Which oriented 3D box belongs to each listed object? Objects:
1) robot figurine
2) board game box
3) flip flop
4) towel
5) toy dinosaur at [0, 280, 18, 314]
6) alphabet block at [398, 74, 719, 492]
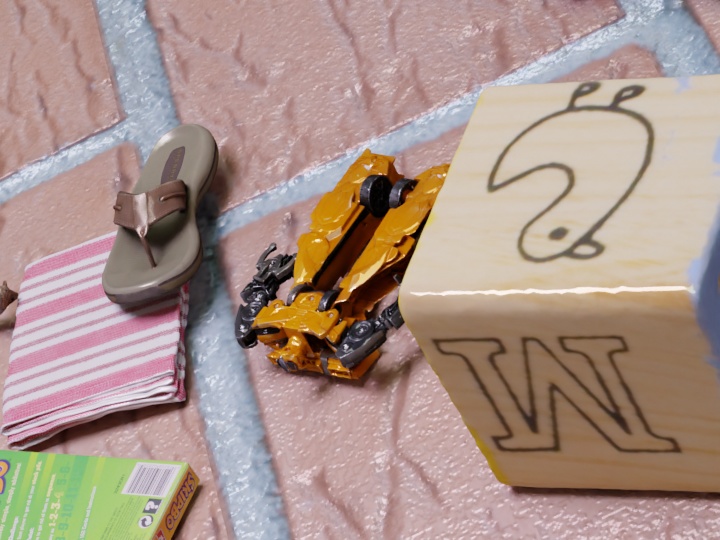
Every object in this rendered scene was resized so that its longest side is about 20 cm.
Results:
[{"bbox_3d":[0.000,0.000,1.787,0.145,0.058,0.200,9,53,38],"label":"robot figurine"},{"bbox_3d":[-0.215,0.172,1.764,0.200,0.030,0.096,3,50,31],"label":"board game box"},{"bbox_3d":[-0.154,-0.049,1.894,0.081,0.058,0.200,-11,41,23],"label":"flip flop"},{"bbox_3d":[-0.194,0.043,1.887,0.146,0.030,0.200,-17,39,15],"label":"towel"},{"bbox_3d":[-0.350,0.051,1.963,0.200,0.061,0.106,-6,29,31],"label":"toy dinosaur"},{"bbox_3d":[0.169,0.010,1.569,0.199,0.197,0.196,-2,46,30],"label":"alphabet block"}]
